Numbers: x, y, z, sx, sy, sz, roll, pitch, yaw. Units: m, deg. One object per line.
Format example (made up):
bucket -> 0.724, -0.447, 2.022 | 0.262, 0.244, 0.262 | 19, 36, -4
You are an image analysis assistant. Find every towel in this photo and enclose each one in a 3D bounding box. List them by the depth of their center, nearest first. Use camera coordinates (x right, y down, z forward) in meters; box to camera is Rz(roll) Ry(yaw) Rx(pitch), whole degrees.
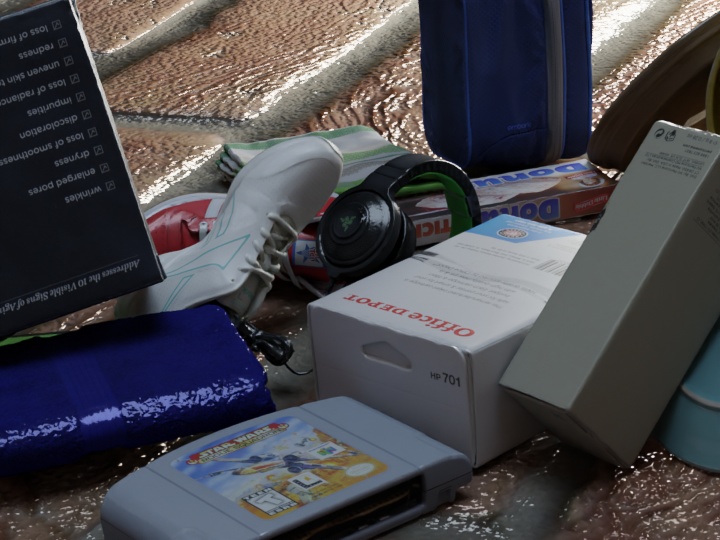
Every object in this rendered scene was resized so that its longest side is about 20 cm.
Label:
towel -> -0.166, 0.083, 1.519 | 0.198, 0.050, 0.148 | -12, 26, -15
towel -> -0.023, -0.086, 1.911 | 0.148, 0.031, 0.200 | -12, 15, -17

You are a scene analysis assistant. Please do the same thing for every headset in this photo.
headset -> 0.000, 0.000, 1.617 | 0.094, 0.124, 0.200 | 18, 48, 41

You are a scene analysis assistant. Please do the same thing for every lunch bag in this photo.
lunch bag -> 0.128, -0.190, 1.952 | 0.131, 0.202, 0.136 | -7, 17, -15

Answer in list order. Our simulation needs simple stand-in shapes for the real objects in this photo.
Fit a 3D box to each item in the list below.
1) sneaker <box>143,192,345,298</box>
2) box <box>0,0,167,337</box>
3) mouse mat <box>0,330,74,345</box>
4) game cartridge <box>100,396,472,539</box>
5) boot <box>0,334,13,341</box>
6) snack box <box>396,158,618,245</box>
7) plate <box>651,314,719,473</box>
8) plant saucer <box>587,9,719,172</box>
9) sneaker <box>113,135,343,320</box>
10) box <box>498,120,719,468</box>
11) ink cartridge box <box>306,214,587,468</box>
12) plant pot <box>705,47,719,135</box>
sneaker -> -0.077, -0.015, 1.725 | 0.199, 0.072, 0.112 | -11, 20, -23
box -> -0.256, -0.055, 1.555 | 0.199, 0.198, 0.124 | -19, 4, -10
mouse mat -> -0.249, 0.085, 1.592 | 0.160, 0.008, 0.200 | -4, 21, -2
game cartridge -> -0.049, 0.131, 1.407 | 0.199, 0.042, 0.133 | -20, 31, -34
boot -> -0.332, 0.016, 1.680 | 0.199, 0.078, 0.138 | -13, 17, -16
snack box -> 0.100, -0.052, 1.848 | 0.198, 0.025, 0.072 | -10, 21, -15
plate -> 0.253, 0.033, 1.450 | 0.199, 0.026, 0.201 | -23, 45, 25
plant saucer -> 0.268, -0.145, 1.885 | 0.199, 0.200, 0.030 | -25, 69, -41
sneaker -> -0.080, -0.009, 1.642 | 0.200, 0.070, 0.080 | -45, 41, 1
box -> 0.175, 0.014, 1.451 | 0.068, 0.082, 0.201 | 21, 74, 49
ink cartridge box -> 0.085, 0.041, 1.538 | 0.146, 0.087, 0.199 | 16, 31, 42
plant pot -> 0.370, -0.133, 1.805 | 0.198, 0.202, 0.142 | 1, 10, 12
